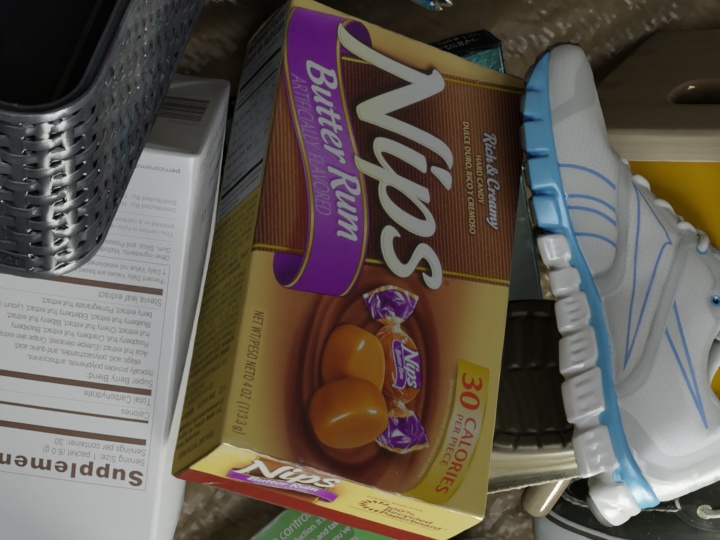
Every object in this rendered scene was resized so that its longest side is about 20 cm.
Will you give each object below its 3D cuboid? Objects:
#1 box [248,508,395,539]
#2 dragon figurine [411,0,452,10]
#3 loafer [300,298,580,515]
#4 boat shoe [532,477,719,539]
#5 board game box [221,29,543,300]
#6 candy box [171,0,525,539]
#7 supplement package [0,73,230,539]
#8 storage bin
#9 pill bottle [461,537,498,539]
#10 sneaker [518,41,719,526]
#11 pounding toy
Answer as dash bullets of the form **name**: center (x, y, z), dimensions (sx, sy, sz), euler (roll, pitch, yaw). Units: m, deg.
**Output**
- **box**: center (0.001, 0.205, 0.993), dimensions (0.144, 0.036, 0.200), euler (-39, 74, 2)
- **dragon figurine**: center (0.038, -0.167, 0.949), dimensions (0.199, 0.059, 0.100), euler (-7, 112, -15)
- **loafer**: center (0.038, 0.063, 0.971), dimensions (0.199, 0.076, 0.068), euler (-5, 152, 7)
- **boat shoe**: center (0.178, 0.103, 1.059), dimensions (0.199, 0.071, 0.064), euler (-1, 115, 15)
- **board game box**: center (0.015, 0.003, 1.023), dimensions (0.135, 0.028, 0.201), euler (-16, 113, -12)
- **candy box**: center (0.000, 0.000, 0.910), dimensions (0.116, 0.056, 0.201), euler (19, 64, -20)
- **supplement package**: center (-0.126, 0.023, 0.921), dimensions (0.119, 0.121, 0.201), euler (8, 109, 0)
- **storage bin**: center (-0.134, -0.111, 0.819), dimensions (0.134, 0.201, 0.094), euler (15, 144, 5)
- **pill bottle**: center (0.087, 0.227, 1.086), dimensions (0.109, 0.109, 0.200), euler (-34, 116, -2)
- **sneaker**: center (0.117, -0.002, 0.907), dimensions (0.086, 0.075, 0.201), euler (-14, 74, 11)
- **pounding toy**: center (0.165, 0.006, 0.991), dimensions (0.142, 0.199, 0.185), euler (-42, 123, -41)
